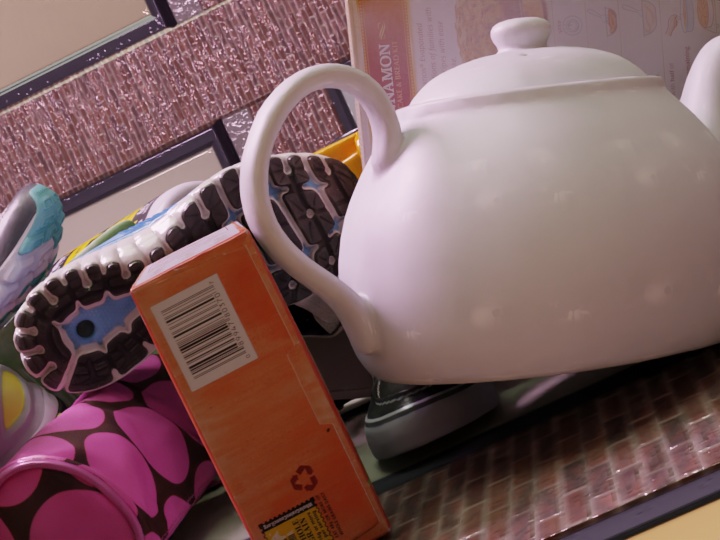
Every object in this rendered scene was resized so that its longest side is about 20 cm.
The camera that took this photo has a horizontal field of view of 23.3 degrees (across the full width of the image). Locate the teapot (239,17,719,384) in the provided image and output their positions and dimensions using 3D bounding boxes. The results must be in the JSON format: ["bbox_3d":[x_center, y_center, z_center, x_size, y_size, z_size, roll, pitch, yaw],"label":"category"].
[{"bbox_3d":[0.073,-0.035,0.756,0.195,0.148,0.200,-7,3,19],"label":"teapot"}]

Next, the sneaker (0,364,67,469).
[{"bbox_3d":[-0.227,0.130,0.902,0.075,0.076,0.201,-42,18,43],"label":"sneaker"}]

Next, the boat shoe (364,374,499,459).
[{"bbox_3d":[0.032,0.045,0.887,0.068,0.057,0.200,-24,5,11],"label":"boat shoe"}]

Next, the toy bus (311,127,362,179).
[{"bbox_3d":[0.064,-0.080,1.051,0.198,0.066,0.078,-25,6,10],"label":"toy bus"}]

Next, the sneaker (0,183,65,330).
[{"bbox_3d":[-0.248,0.017,0.988,0.200,0.091,0.078,-47,2,18],"label":"sneaker"}]

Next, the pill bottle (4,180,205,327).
[{"bbox_3d":[-0.160,0.025,1.235,0.199,0.115,0.114,-27,2,40],"label":"pill bottle"}]

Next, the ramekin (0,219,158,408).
[{"bbox_3d":[-0.175,0.075,1.073,0.200,0.098,0.200,-47,1,1],"label":"ramekin"}]

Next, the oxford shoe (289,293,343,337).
[{"bbox_3d":[0.000,0.000,0.966,0.198,0.071,0.074,-21,51,21],"label":"oxford shoe"}]

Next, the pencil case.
[{"bbox_3d":[-0.119,0.105,0.880,0.091,0.093,0.200,-50,0,17],"label":"pencil case"}]

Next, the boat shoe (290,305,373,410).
[{"bbox_3d":[-0.037,0.057,1.036,0.199,0.073,0.063,-33,7,-16],"label":"boat shoe"}]

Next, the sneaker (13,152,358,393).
[{"bbox_3d":[-0.092,-0.009,0.921,0.198,0.079,0.090,-23,14,-9],"label":"sneaker"}]

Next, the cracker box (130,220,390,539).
[{"bbox_3d":[-0.048,0.051,0.780,0.057,0.135,0.200,-26,4,-3],"label":"cracker box"}]

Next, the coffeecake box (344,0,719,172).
[{"bbox_3d":[0.097,-0.073,0.879,0.197,0.155,0.073,-6,12,1],"label":"coffeecake box"}]
